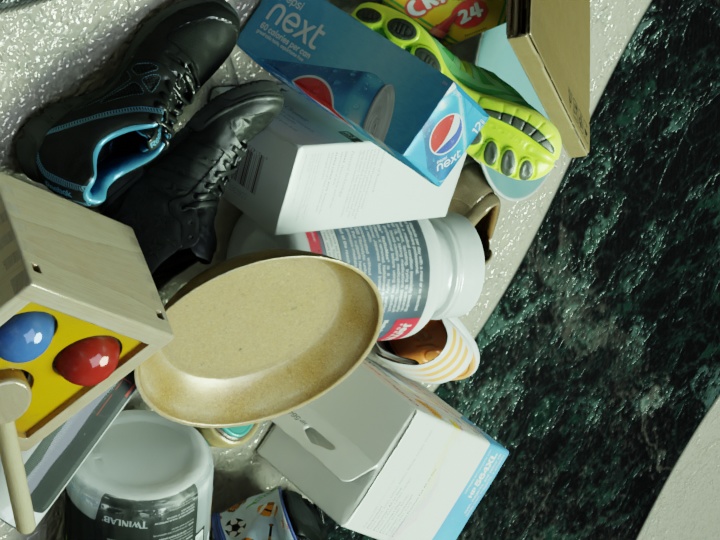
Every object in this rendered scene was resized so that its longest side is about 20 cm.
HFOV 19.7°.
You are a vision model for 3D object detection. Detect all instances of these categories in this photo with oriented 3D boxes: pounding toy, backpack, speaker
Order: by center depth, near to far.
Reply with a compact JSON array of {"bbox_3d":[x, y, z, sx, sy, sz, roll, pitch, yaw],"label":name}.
[{"bbox_3d":[-0.249,0.064,1.474,0.199,0.143,0.184,-37,148,20],"label":"pounding toy"},{"bbox_3d":[-0.228,0.099,1.606,0.201,0.081,0.081,-53,144,-2],"label":"speaker"},{"bbox_3d":[-0.074,0.285,1.828,0.153,0.201,0.191,-25,152,-9],"label":"backpack"}]

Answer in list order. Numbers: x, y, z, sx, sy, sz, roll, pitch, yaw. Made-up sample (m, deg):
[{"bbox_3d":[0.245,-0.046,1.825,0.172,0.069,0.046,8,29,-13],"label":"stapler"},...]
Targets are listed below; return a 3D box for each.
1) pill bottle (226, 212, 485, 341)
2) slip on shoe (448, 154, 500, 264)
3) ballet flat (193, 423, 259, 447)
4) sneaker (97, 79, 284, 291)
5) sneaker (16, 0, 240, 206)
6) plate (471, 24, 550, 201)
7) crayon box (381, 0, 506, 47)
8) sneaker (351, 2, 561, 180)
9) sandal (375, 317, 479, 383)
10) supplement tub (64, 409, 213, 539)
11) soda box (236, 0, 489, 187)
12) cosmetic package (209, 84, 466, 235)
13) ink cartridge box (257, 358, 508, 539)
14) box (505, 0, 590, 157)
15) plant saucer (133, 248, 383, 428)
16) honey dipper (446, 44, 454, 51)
[{"bbox_3d":[0.000,0.000,1.719,0.198,0.120,0.121,-3,121,-34],"label":"pill bottle"},{"bbox_3d":[0.087,-0.019,1.852,0.076,0.061,0.201,-30,151,-31],"label":"slip on shoe"},{"bbox_3d":[-0.084,0.070,1.756,0.069,0.063,0.200,47,57,-13],"label":"ballet flat"},{"bbox_3d":[-0.126,-0.049,1.546,0.199,0.105,0.060,-31,163,9],"label":"sneaker"},{"bbox_3d":[-0.153,-0.119,1.513,0.200,0.082,0.073,-44,140,-16],"label":"sneaker"},{"bbox_3d":[0.134,-0.161,1.803,0.200,0.025,0.202,-18,111,-58],"label":"plate"},{"bbox_3d":[0.061,-0.264,1.622,0.126,0.051,0.201,-21,140,6],"label":"crayon box"},{"bbox_3d":[0.069,-0.137,1.643,0.074,0.199,0.084,-54,-179,8],"label":"sneaker"},{"bbox_3d":[0.043,0.057,1.868,0.078,0.060,0.207,-14,140,20],"label":"sandal"},{"bbox_3d":[-0.185,0.227,1.716,0.122,0.122,0.202,-23,134,-35],"label":"supplement tub"},{"bbox_3d":[-0.001,-0.145,1.561,0.068,0.200,0.064,-54,143,0],"label":"soda box"},{"bbox_3d":[-0.021,-0.093,1.658,0.199,0.113,0.082,-11,126,-45],"label":"cosmetic package"},{"bbox_3d":[0.016,0.163,1.885,0.126,0.128,0.200,-57,144,3],"label":"ink cartridge box"},{"bbox_3d":[0.151,-0.207,1.634,0.200,0.021,0.165,51,38,-59],"label":"box"},{"bbox_3d":[-0.081,0.045,1.585,0.198,0.036,0.201,-14,143,-11],"label":"plant saucer"},{"bbox_3d":[0.058,-0.162,1.758,0.038,0.038,0.201,4,119,-49],"label":"honey dipper"}]
